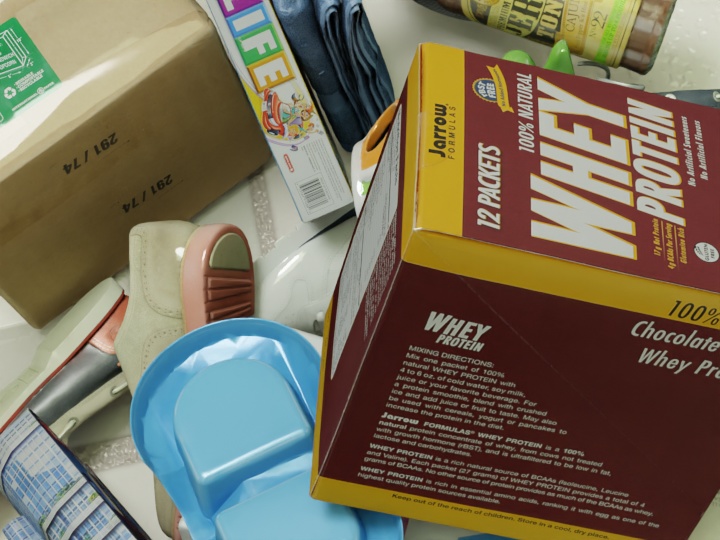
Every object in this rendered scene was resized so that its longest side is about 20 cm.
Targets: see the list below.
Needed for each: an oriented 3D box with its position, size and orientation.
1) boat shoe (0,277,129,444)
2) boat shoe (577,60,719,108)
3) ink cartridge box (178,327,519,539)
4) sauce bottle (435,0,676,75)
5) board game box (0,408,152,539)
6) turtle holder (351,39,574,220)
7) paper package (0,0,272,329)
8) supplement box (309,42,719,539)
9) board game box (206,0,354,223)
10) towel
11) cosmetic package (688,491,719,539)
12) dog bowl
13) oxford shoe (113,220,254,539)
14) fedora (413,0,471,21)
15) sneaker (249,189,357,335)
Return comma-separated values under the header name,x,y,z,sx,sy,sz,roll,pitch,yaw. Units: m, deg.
name,x,y,z,sx,sy,sz,roll,pitch,yaw
boat shoe,-0.198,0.096,1.084,0.063,0.071,0.200,45,80,-19
boat shoe,0.169,-0.089,1.099,0.199,0.075,0.062,0,69,5
ink cartridge box,0.017,0.135,1.005,0.199,0.085,0.145,16,58,20
sauce bottle,0.090,-0.176,1.072,0.199,0.065,0.065,17,72,5
board game box,-0.143,0.170,1.000,0.062,0.200,0.200,-42,56,-10
turtle holder,0.072,-0.036,1.022,0.131,0.186,0.141,-11,59,11
paper package,-0.172,-0.086,1.080,0.200,0.191,0.104,-37,67,-6
supplement box,0.095,0.022,0.880,0.197,0.200,0.133,12,45,-8
board game box,-0.060,-0.137,1.063,0.034,0.134,0.200,-23,104,2
towel,-0.019,-0.155,1.082,0.048,0.200,0.112,-21,68,4
cosmetic package,0.184,0.205,0.970,0.071,0.105,0.201,12,70,13
dog bowl,-0.048,0.118,0.946,0.111,0.050,0.200,-25,55,-7
oxford shoe,-0.108,0.066,1.056,0.074,0.071,0.201,10,100,27
fedora,0.081,-0.254,1.163,0.176,0.090,0.201,-12,80,5
sneaker,0.000,0.000,1.092,0.200,0.076,0.081,-38,80,-6
